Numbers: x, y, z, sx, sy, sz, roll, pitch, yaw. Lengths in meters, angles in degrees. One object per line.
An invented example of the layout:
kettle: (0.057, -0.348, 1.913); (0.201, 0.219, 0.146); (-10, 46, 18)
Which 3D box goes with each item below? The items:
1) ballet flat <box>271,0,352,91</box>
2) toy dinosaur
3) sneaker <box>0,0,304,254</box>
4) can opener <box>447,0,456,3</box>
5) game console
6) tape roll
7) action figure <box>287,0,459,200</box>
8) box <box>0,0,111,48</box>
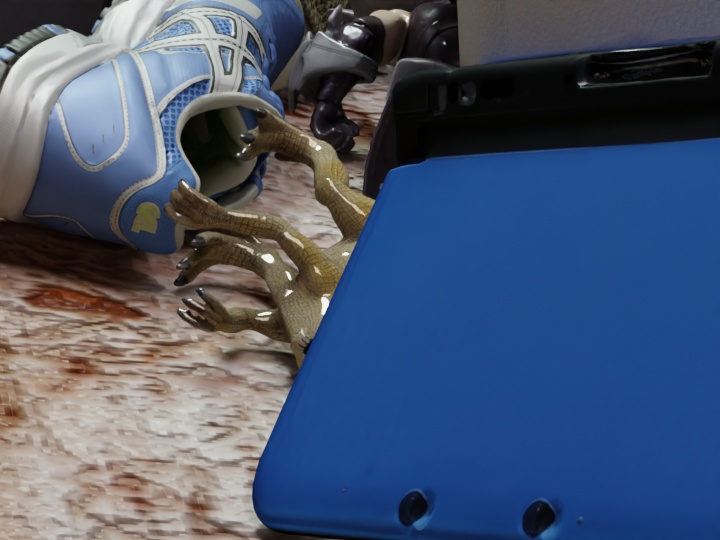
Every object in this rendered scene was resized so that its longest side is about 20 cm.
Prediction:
ballet flat: (-0.049, -0.108, 1.089); (0.068, 0.075, 0.200); (3, -25, 16)
toy dinosaur: (0.000, 0.000, 0.880); (0.101, 0.058, 0.200); (30, 28, 12)
sneaker: (-0.059, -0.049, 0.964); (0.077, 0.076, 0.200); (25, 28, 12)
can opener: (0.063, -0.124, 1.293); (0.067, 0.053, 0.200); (45, 24, 5)
game console: (0.093, 0.004, 0.706); (0.170, 0.119, 0.200); (-2, 1, -37)
tape roll: (0.126, -0.078, 0.806); (0.202, 0.037, 0.203); (-3, 1, 0)
action figure: (0.038, -0.062, 1.042); (0.130, 0.070, 0.200); (2, 11, 1)
box: (-0.103, -0.193, 1.153); (0.104, 0.200, 0.182); (14, 19, 15)
